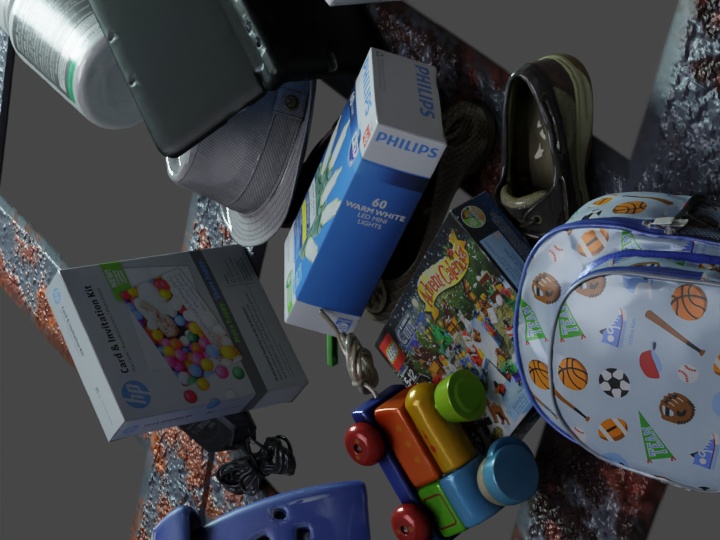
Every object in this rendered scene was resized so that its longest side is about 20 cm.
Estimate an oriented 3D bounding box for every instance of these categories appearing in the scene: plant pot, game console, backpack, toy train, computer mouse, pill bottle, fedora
[{"bbox_3d":[-0.076,0.281,1.418,0.200,0.178,0.202,103,164,-79],"label":"plant pot"},{"bbox_3d":[-0.106,-0.211,1.427,0.116,0.175,0.201,-49,61,46],"label":"game console"},{"bbox_3d":[0.191,0.043,1.092,0.189,0.154,0.202,13,109,32],"label":"backpack"},{"bbox_3d":[0.046,0.101,1.288,0.115,0.084,0.201,-30,90,49],"label":"toy train"},{"bbox_3d":[-0.146,0.120,1.610,0.200,0.053,0.138,43,148,-10],"label":"computer mouse"},{"bbox_3d":[-0.274,-0.230,1.694,0.200,0.112,0.114,40,128,40],"label":"pill bottle"},{"bbox_3d":[-0.112,-0.128,1.473,0.177,0.090,0.202,9,85,63],"label":"fedora"}]

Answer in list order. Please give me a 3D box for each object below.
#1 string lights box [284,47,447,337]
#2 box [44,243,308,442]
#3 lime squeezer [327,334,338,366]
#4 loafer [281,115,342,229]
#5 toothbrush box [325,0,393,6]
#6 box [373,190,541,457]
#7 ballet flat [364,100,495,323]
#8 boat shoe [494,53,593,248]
[{"bbox_3d":[0.001,-0.057,1.333,0.103,0.058,0.201,-94,24,-51],"label":"string lights box"},{"bbox_3d":[-0.162,0.060,1.544,0.041,0.199,0.157,-50,59,44],"label":"box"},{"bbox_3d":[0.000,0.000,1.464,0.070,0.038,0.200,38,133,1],"label":"lime squeezer"},{"bbox_3d":[-0.007,-0.088,1.418,0.200,0.063,0.072,-47,62,47],"label":"loafer"},{"bbox_3d":[-0.017,-0.328,1.357,0.201,0.086,0.146,56,136,30],"label":"toothbrush box"},{"bbox_3d":[0.090,0.052,1.292,0.137,0.038,0.200,51,148,16],"label":"box"},{"bbox_3d":[0.043,-0.044,1.353,0.067,0.046,0.201,48,123,35],"label":"ballet flat"},{"bbox_3d":[0.127,-0.053,1.249,0.073,0.064,0.202,7,105,50],"label":"boat shoe"}]
